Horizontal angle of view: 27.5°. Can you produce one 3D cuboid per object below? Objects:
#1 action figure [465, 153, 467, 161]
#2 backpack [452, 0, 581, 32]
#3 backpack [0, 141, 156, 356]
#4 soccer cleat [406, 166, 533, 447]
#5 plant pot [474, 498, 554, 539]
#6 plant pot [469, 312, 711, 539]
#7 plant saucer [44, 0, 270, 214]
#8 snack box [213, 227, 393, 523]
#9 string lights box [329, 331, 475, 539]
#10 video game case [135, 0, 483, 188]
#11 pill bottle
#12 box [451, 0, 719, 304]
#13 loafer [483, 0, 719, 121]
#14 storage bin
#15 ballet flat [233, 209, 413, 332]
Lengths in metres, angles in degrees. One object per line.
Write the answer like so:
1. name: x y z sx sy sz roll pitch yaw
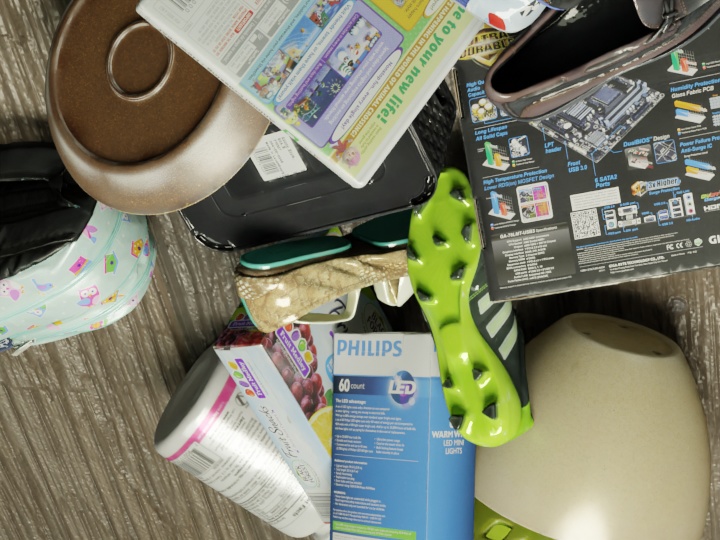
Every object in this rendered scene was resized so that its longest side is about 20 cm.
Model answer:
1. action figure: 0.174 -0.104 1.024 0.199 0.052 0.066 -14 129 22
2. backpack: 0.082 -0.249 0.849 0.190 0.200 0.154 41 128 -2
3. backpack: -0.264 -0.016 1.162 0.199 0.168 0.127 -15 144 22
4. soccer cleat: 0.081 0.026 1.055 0.067 0.081 0.201 -14 81 30
5. plant pot: 0.113 0.262 1.234 0.181 0.200 0.200 33 142 33
6. plant pot: 0.183 0.111 1.126 0.199 0.200 0.135 14 106 3
7. plant saucer: -0.143 -0.139 0.999 0.199 0.202 0.032 -13 165 25
8. snack box: -0.025 0.083 1.170 0.053 0.143 0.201 -5 129 32
9. string lights box: 0.031 0.147 1.105 0.102 0.202 0.059 -1 175 44
10. video game case: -0.012 -0.186 0.932 0.182 0.022 0.200 38 84 -13
11. pill bottle: -0.067 0.157 1.265 0.200 0.114 0.113 35 129 -15
12. box: 0.166 -0.092 0.969 0.199 0.050 0.200 -10 88 21
13. loafer: 0.161 -0.159 0.908 0.200 0.063 0.072 -36 80 20
14. storage bin: -0.046 -0.107 1.052 0.199 0.094 0.136 -13 125 24
15. ballet flat: 0.000 0.000 1.090 0.199 0.070 0.066 -14 112 -21
